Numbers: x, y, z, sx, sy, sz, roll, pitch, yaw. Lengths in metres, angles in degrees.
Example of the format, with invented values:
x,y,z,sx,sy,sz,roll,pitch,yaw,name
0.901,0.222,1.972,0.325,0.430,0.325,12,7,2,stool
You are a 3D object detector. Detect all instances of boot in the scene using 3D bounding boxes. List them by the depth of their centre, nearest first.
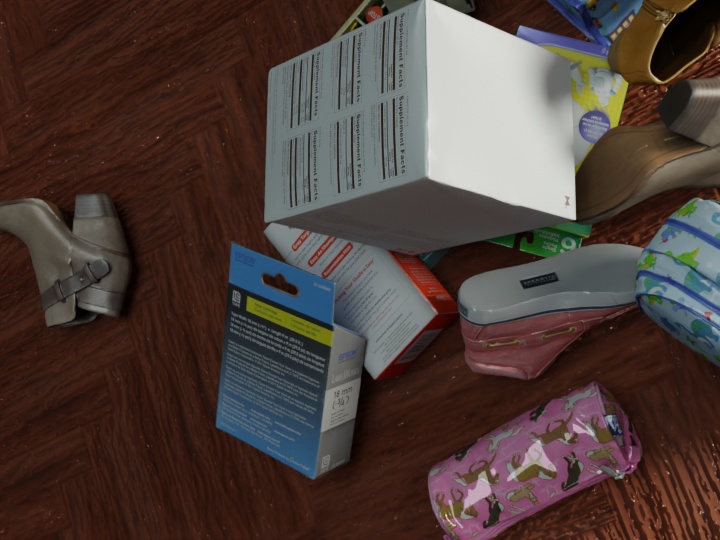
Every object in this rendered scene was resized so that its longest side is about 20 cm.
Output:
x,y,z,sx,sy,sz,roll,pitch,yaw,name
0.287,-0.240,0.910,0.070,0.144,0.203,32,97,-10,boot
0.291,-0.094,0.951,0.200,0.144,0.071,-47,44,47,boot
-0.354,-0.008,1.261,0.197,0.070,0.149,-5,84,23,boot

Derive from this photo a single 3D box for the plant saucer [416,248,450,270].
x,y,z,sx,sy,sz,roll,pitch,yaw,name
0.111,-0.095,1.095,0.200,0.019,0.070,-47,68,13,plant saucer

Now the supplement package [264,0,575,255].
x,y,z,sx,sy,sz,roll,pitch,yaw,name
0.051,-0.112,0.945,0.198,0.189,0.150,-12,74,46,supplement package

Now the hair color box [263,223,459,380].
x,y,z,sx,sy,sz,roll,pitch,yaw,name
0.000,0.000,1.100,0.102,0.061,0.201,-46,69,23,hair color box

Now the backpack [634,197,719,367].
x,y,z,sx,sy,sz,roll,pitch,yaw,name
0.326,0.026,0.903,0.153,0.163,0.201,-40,72,10,backpack

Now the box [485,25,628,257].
x,y,z,sx,sy,sz,roll,pitch,yaw,name
0.176,-0.116,1.029,0.116,0.048,0.203,14,95,4,box

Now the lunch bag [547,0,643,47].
x,y,z,sx,sy,sz,roll,pitch,yaw,name
0.212,-0.339,1.052,0.151,0.094,0.200,-46,58,9,lunch bag

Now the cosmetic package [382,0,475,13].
x,y,z,sx,sy,sz,roll,pitch,yaw,name
0.060,-0.362,1.087,0.086,0.103,0.203,-8,72,18,cosmetic package

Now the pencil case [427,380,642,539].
x,y,z,sx,sy,sz,roll,pitch,yaw,name
0.157,0.181,1.007,0.198,0.087,0.083,-30,103,18,pencil case

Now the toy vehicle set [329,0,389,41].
x,y,z,sx,sy,sz,roll,pitch,yaw,name
0.048,-0.192,1.119,0.124,0.026,0.200,-48,63,11,toy vehicle set

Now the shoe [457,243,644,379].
x,y,z,sx,sy,sz,roll,pitch,yaw,name
0.188,0.040,1.021,0.197,0.092,0.072,-11,40,-3,shoe

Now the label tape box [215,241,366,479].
x,y,z,sx,sy,sz,roll,pitch,yaw,name
-0.068,0.082,1.082,0.143,0.063,0.203,20,111,35,label tape box
